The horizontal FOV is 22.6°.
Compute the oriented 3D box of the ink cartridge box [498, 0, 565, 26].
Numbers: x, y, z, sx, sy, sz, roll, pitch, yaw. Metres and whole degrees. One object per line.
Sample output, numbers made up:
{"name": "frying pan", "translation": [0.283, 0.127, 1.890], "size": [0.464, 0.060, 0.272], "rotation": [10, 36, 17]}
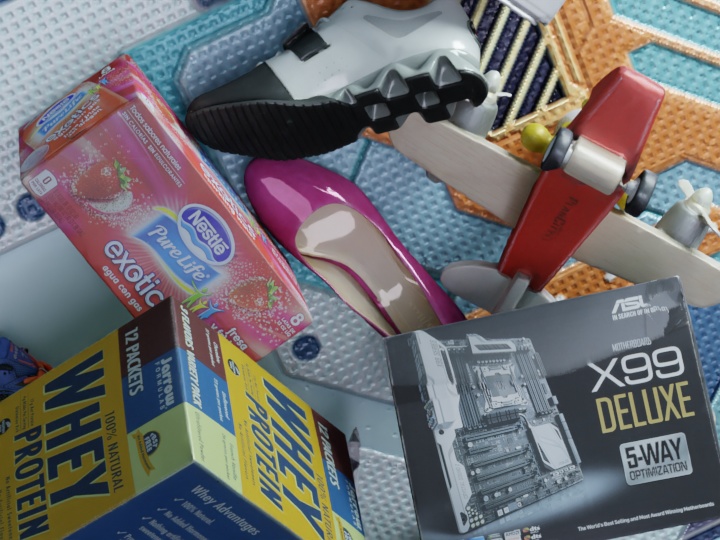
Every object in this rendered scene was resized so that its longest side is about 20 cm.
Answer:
{"name": "ink cartridge box", "translation": [0.110, -0.278, 1.138], "size": [0.146, 0.085, 0.200], "rotation": [31, 102, -22]}

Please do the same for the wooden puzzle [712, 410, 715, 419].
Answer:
{"name": "wooden puzzle", "translation": [0.153, 0.167, 1.286], "size": [0.200, 0.185, 0.046], "rotation": [-40, 83, -11]}

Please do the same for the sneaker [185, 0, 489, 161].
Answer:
{"name": "sneaker", "translation": [-0.019, -0.132, 1.187], "size": [0.200, 0.089, 0.074], "rotation": [-11, 152, 6]}

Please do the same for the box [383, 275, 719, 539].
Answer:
{"name": "box", "translation": [0.127, 0.101, 1.173], "size": [0.200, 0.050, 0.158], "rotation": [-11, 80, 7]}

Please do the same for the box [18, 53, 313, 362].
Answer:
{"name": "box", "translation": [-0.128, -0.030, 1.184], "size": [0.095, 0.100, 0.200], "rotation": [-35, 115, 4]}

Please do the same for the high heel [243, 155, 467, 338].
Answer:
{"name": "high heel", "translation": [0.000, 0.000, 1.228], "size": [0.067, 0.096, 0.200], "rotation": [-40, 116, 7]}

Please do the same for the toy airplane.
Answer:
{"name": "toy airplane", "translation": [0.139, -0.050, 1.227], "size": [0.199, 0.141, 0.200], "rotation": [-8, 127, 29]}

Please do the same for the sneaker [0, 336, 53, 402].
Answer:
{"name": "sneaker", "translation": [-0.232, 0.087, 1.229], "size": [0.200, 0.075, 0.079], "rotation": [5, 109, -16]}

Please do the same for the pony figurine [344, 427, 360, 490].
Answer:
{"name": "pony figurine", "translation": [-0.021, 0.222, 1.295], "size": [0.200, 0.167, 0.193], "rotation": [-17, 159, -7]}

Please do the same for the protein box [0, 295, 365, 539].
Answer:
{"name": "protein box", "translation": [-0.132, 0.159, 1.157], "size": [0.200, 0.135, 0.199], "rotation": [-31, 134, 18]}
